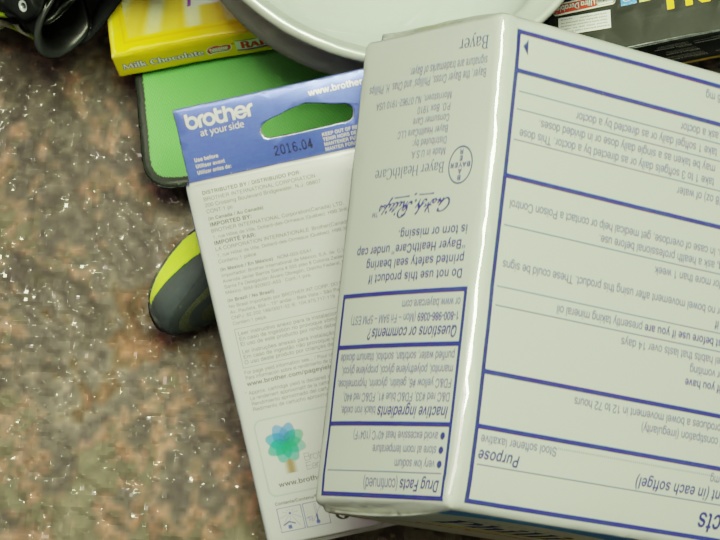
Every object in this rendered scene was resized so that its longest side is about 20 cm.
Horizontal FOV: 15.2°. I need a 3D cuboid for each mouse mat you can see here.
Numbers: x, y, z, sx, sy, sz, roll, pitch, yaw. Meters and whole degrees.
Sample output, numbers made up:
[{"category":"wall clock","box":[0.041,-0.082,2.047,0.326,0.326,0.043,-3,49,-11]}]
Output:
[{"category":"mouse mat","box":[-0.034,-0.140,1.296,0.160,0.008,0.201,-9,66,4]}]

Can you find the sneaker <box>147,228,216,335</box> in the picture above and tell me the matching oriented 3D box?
[{"category":"sneaker","box":[0.000,0.000,1.229,0.199,0.074,0.081,-16,74,6]}]

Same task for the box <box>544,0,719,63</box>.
[{"category":"box","box":[0.169,-0.181,1.243,0.199,0.049,0.161,-10,77,27]}]

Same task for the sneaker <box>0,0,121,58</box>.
[{"category":"sneaker","box":[-0.163,-0.137,1.266,0.199,0.071,0.083,-20,66,37]}]

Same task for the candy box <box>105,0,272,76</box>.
[{"category":"candy box","box":[-0.080,-0.194,1.307,0.101,0.026,0.201,-11,67,5]}]

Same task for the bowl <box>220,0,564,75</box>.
[{"category":"bowl","box":[0.001,-0.163,1.232,0.200,0.090,0.202,7,65,-14]}]

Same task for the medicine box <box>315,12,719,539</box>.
[{"category":"medicine box","box":[0.090,0.013,1.121,0.181,0.103,0.202,12,81,-33]}]

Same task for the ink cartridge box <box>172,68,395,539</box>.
[{"category":"ink cartridge box","box":[-0.004,0.013,1.183,0.118,0.042,0.201,-12,101,6]}]
